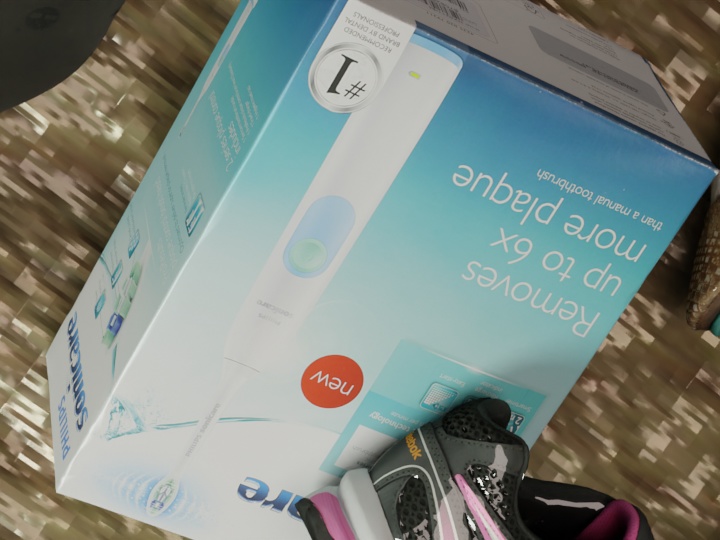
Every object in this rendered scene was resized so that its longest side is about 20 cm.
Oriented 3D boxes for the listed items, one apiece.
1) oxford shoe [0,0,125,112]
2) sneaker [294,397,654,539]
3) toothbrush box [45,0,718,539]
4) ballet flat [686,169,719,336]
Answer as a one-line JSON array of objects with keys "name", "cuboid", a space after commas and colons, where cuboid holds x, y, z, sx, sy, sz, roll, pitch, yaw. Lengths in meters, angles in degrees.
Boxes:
[{"name": "oxford shoe", "cuboid": [-0.118, -0.103, 0.702, 0.071, 0.199, 0.072, 6, 60, -49]}, {"name": "sneaker", "cuboid": [0.074, 0.122, 0.723, 0.086, 0.080, 0.200, -41, 119, 9]}, {"name": "toothbrush box", "cuboid": [0.000, 0.000, 0.732, 0.146, 0.086, 0.201, 23, 115, -23]}, {"name": "ballet flat", "cuboid": [0.182, -0.061, 0.827, 0.200, 0.071, 0.065, -42, 80, -7]}]
